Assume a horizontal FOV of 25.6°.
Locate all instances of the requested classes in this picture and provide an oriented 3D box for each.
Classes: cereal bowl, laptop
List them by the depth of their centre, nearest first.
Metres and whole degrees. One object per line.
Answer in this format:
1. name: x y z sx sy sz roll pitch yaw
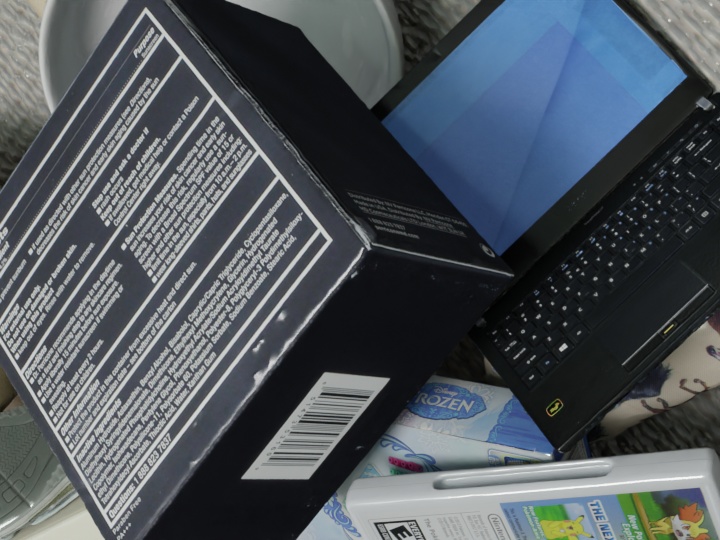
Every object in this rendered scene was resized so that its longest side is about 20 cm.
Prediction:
1. laptop: 0.095 -0.045 0.758 0.177 0.200 0.103 -44 118 6
2. cereal bowl: -0.072 -0.123 0.878 0.200 0.083 0.200 2 119 3

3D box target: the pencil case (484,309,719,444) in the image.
1. pencil case: 0.150 0.026 0.796 0.200 0.089 0.078 -32 115 34

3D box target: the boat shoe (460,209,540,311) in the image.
1. boat shoe: 0.000 0.003 0.867 0.201 0.060 0.072 -5 87 18

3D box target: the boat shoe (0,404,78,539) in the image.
1. boat shoe: -0.190 0.112 0.968 0.202 0.065 0.074 -37 65 -5

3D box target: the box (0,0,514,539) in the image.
1. box: -0.069 0.002 0.766 0.200 0.123 0.198 -51 58 20

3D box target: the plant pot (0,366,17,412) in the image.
1. plant pot: -0.281 0.035 0.986 0.200 0.200 0.134 -19 125 34

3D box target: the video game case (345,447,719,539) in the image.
1. video game case: 0.111 0.169 0.789 0.182 0.022 0.200 -8 127 25

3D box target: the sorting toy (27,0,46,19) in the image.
1. sorting toy: -0.171 -0.251 0.942 0.200 0.036 0.185 -43 78 32

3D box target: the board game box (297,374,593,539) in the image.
1. board game box: 0.039 0.138 0.860 0.199 0.043 0.200 8 133 30

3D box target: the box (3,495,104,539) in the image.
1. box: -0.152 0.162 0.981 0.200 0.082 0.068 -28 102 22

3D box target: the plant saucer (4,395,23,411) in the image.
1. plant saucer: -0.217 0.102 1.071 0.200 0.032 0.200 8 105 30
